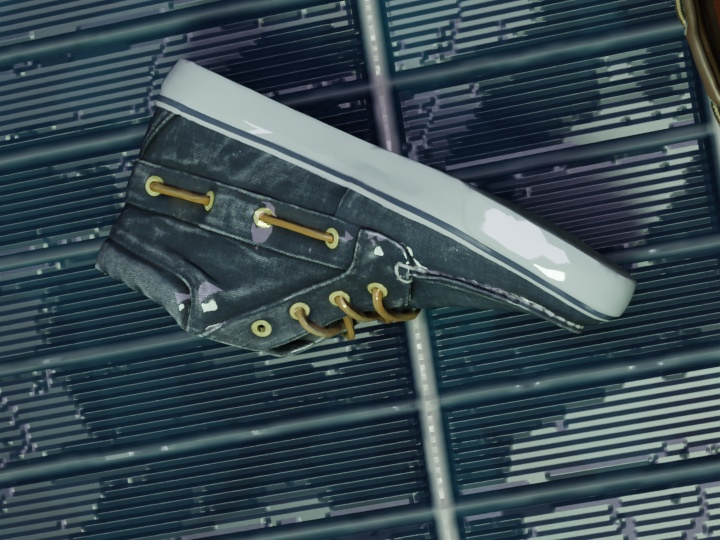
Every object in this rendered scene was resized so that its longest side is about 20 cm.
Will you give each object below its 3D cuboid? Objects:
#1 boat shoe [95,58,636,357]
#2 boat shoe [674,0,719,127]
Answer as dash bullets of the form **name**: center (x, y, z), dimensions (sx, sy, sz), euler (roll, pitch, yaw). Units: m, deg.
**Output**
- **boat shoe**: center (0.000, 0.000, 1.072), dimensions (0.200, 0.071, 0.091), euler (25, 93, 23)
- **boat shoe**: center (0.153, -0.046, 0.998), dimensions (0.075, 0.075, 0.203), euler (-20, 102, 31)
